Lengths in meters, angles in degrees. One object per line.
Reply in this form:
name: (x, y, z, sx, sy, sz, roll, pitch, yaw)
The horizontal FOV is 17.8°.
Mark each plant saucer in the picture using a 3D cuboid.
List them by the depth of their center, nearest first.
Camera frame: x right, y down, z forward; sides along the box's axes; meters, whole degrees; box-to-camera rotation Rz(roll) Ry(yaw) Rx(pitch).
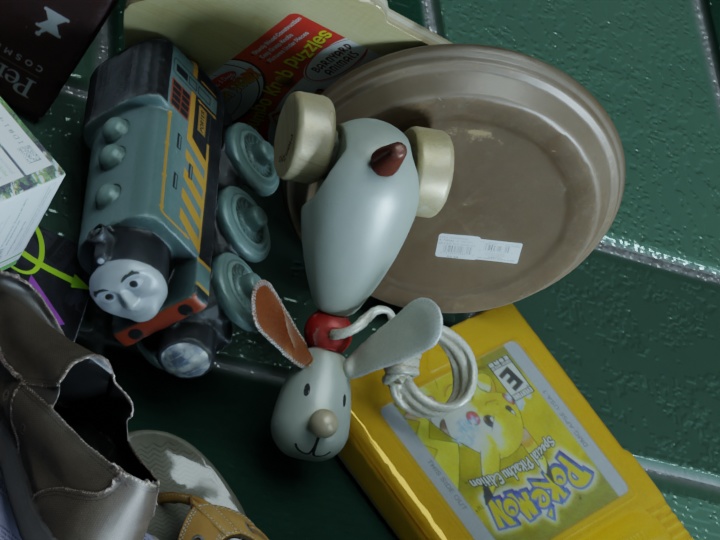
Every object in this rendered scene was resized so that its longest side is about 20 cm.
plant saucer: (0.054, -0.044, 1.327, 0.200, 0.200, 0.030, 21, 40, -19)

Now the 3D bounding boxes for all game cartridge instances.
game cartridge: (0.088, 0.123, 1.333, 0.176, 0.032, 0.200, -23, 68, -44)

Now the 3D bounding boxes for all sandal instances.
sandal: (-0.072, 0.163, 1.168, 0.082, 0.055, 0.200, 1, 54, -35)

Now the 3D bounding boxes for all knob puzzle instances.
knob puzzle: (-0.046, -0.122, 1.327, 0.219, 0.220, 0.031, 20, 59, -20)

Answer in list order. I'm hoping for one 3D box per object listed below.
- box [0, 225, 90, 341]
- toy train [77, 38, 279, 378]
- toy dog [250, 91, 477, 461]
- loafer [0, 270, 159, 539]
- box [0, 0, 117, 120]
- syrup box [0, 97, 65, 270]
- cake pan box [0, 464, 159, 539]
box: (-0.244, 0.006, 1.199, 0.200, 0.036, 0.143, 25, 44, -13)
toy train: (-0.107, -0.035, 1.274, 0.114, 0.085, 0.200, 45, 32, -35)
toy dog: (0.000, 0.000, 1.232, 0.132, 0.096, 0.200, -11, 94, -13)
loafer: (-0.140, 0.064, 1.109, 0.073, 0.071, 0.200, 24, 25, -45)
box: (-0.189, -0.234, 1.323, 0.166, 0.200, 0.164, 30, 42, -8)
syrup box: (-0.251, -0.021, 1.133, 0.079, 0.081, 0.200, 48, 44, 12)
cake pan box: (-0.195, 0.128, 1.065, 0.200, 0.052, 0.184, 39, 21, -9)
